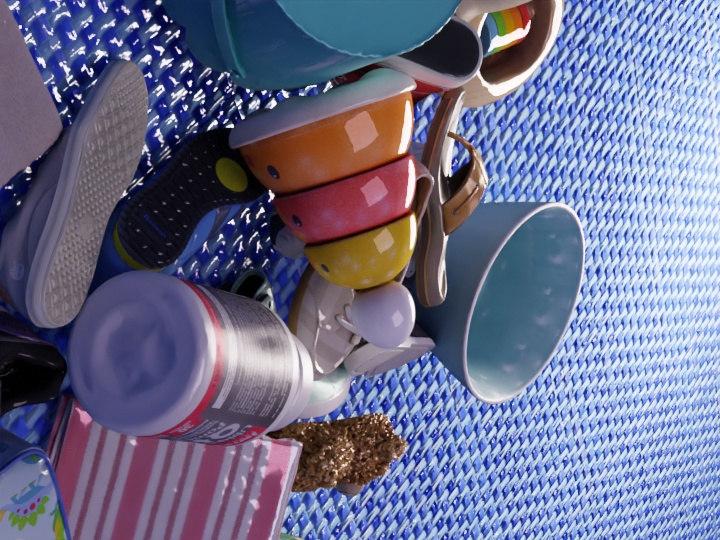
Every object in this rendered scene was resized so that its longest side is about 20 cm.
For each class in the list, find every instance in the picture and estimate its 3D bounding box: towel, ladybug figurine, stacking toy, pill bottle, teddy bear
[{"bbox_3d":[-0.152,0.180,1.225,0.199,0.030,0.147,14,99,-22],"label":"towel"},{"bbox_3d":[0.104,-0.216,1.402,0.199,0.072,0.137,-24,128,-48],"label":"ladybug figurine"},{"bbox_3d":[-0.263,-0.116,0.975,0.133,0.034,0.201,-47,143,-26],"label":"towel"},{"bbox_3d":[-0.003,-0.038,1.188,0.146,0.146,0.201,-23,97,-47],"label":"stacking toy"},{"bbox_3d":[-0.111,0.068,1.140,0.200,0.110,0.111,20,92,-65],"label":"pill bottle"},{"bbox_3d":[-0.056,0.163,1.341,0.199,0.144,0.067,3,74,-55],"label":"teddy bear"}]

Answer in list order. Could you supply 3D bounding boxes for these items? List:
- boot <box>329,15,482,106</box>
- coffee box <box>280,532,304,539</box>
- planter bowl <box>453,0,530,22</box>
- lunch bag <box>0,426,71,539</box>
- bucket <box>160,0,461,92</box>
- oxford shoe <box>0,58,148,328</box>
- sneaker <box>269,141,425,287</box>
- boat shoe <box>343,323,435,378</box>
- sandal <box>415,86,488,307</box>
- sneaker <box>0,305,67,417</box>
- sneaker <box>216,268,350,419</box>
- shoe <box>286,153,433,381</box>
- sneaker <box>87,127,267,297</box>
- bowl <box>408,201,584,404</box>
[{"bbox_3d":[-0.023,-0.180,1.248,0.199,0.144,0.073,23,72,-21],"label":"boot"},{"bbox_3d":[-0.113,0.329,1.447,0.123,0.044,0.201,28,86,-58],"label":"coffee box"},{"bbox_3d":[0.080,-0.278,1.243,0.135,0.200,0.200,-45,146,2],"label":"planter bowl"},{"bbox_3d":[-0.292,0.210,1.085,0.200,0.082,0.162,-39,137,-36],"label":"lunch bag"},{"bbox_3d":[-0.030,-0.226,1.079,0.206,0.134,0.209,-1,91,-31],"label":"bucket"},{"bbox_3d":[-0.197,-0.057,1.087,0.075,0.057,0.201,50,53,-56],"label":"oxford shoe"},{"bbox_3d":[0.001,-0.020,1.365,0.199,0.079,0.130,-40,131,-50],"label":"sneaker"},{"bbox_3d":[0.015,0.058,1.434,0.074,0.061,0.200,-29,170,12],"label":"boat shoe"},{"bbox_3d":[0.078,-0.060,1.328,0.080,0.054,0.201,-64,159,-62],"label":"sandal"},{"bbox_3d":[-0.274,0.070,1.018,0.199,0.087,0.076,-20,125,-49],"label":"sneaker"},{"bbox_3d":[-0.065,0.058,1.326,0.200,0.073,0.119,-7,112,-55],"label":"sneaker"},{"bbox_3d":[0.000,0.000,1.269,0.070,0.053,0.201,17,99,-47],"label":"shoe"},{"bbox_3d":[-0.137,-0.042,1.188,0.078,0.066,0.200,-40,-176,41],"label":"sneaker"},{"bbox_3d":[0.118,0.015,1.532,0.200,0.105,0.202,-33,135,-42],"label":"bowl"}]
